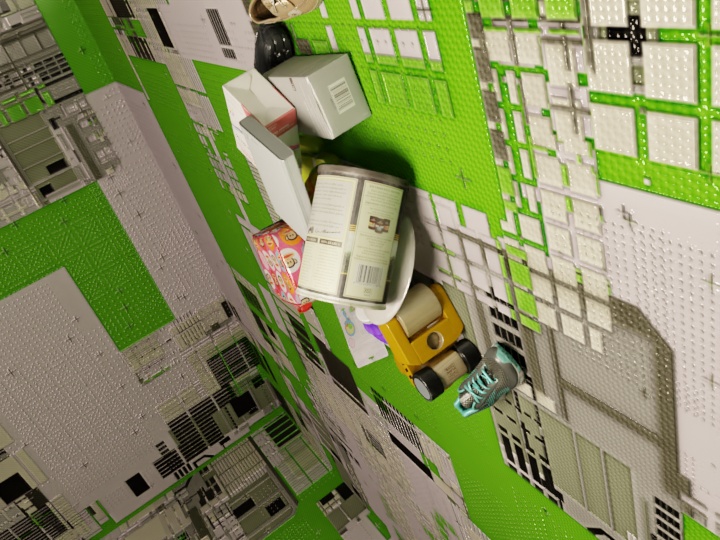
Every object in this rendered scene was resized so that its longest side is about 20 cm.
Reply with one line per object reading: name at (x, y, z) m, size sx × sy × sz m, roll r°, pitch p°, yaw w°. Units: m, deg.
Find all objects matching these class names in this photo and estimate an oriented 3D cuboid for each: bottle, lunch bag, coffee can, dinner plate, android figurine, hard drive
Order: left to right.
hard drive at (-0.125, -0.139, 1.039) m, size 0.132 × 0.026 × 0.200 m, roll 43°, pitch 161°, yaw 35°
lunch bag at (-0.133, -0.001, 1.234) m, size 0.200 × 0.082 × 0.177 m, roll 11°, pitch 123°, yaw 68°
android figurine at (-0.085, -0.171, 1.235) m, size 0.199 × 0.041 × 0.183 m, roll 15°, pitch 130°, yaw 38°
coffee can at (-0.013, -0.050, 1.001) m, size 0.146 × 0.146 × 0.201 m, roll 14°, pitch 93°, yaw 64°
dinner plate at (0.035, -0.009, 1.090) m, size 0.200 × 0.024 × 0.201 m, roll 138°, pitch 138°, yaw -54°
bottle at (0.056, 0.108, 1.231) m, size 0.083 × 0.065 × 0.200 m, roll 31°, pitch 174°, yaw 37°

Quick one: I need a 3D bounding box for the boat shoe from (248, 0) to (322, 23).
boat shoe at (-0.115, -0.410, 0.968) m, size 0.071 × 0.064 × 0.200 m, roll 63°, pitch 160°, yaw -15°

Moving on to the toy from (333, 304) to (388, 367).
toy at (0.003, 0.111, 1.482) m, size 0.115 × 0.047 × 0.201 m, roll -31°, pitch 81°, yaw 47°

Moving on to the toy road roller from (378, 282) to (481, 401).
toy road roller at (0.107, 0.128, 1.155) m, size 0.201 × 0.123 × 0.146 m, roll 61°, pitch 161°, yaw -10°

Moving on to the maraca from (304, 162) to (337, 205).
maraca at (-0.045, -0.091, 1.135) m, size 0.137 × 0.107 × 0.201 m, roll 15°, pitch 120°, yaw 42°

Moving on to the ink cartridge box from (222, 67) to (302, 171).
ink cartridge box at (-0.164, -0.232, 1.112) m, size 0.117 × 0.067 × 0.200 m, roll 46°, pitch 162°, yaw 20°

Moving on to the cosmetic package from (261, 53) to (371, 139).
cosmetic package at (-0.078, -0.284, 1.041) m, size 0.200 × 0.090 × 0.107 m, roll 21°, pitch 143°, yaw 56°

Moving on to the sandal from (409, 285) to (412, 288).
sandal at (0.066, 0.032, 1.245) m, size 0.076 × 0.048 × 0.200 m, roll 59°, pitch 174°, yaw -8°

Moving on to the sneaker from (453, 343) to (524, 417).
sneaker at (0.205, 0.192, 1.062) m, size 0.078 × 0.091 × 0.200 m, roll 48°, pitch 158°, yaw 24°

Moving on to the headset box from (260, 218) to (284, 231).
headset box at (-0.108, -0.027, 1.400) m, size 0.201 × 0.148 × 0.075 m, roll 59°, pitch 161°, yaw 7°

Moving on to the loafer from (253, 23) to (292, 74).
loafer at (-0.158, -0.357, 1.161) m, size 0.071 × 0.068 × 0.201 m, roll 58°, pitch 157°, yaw 25°
